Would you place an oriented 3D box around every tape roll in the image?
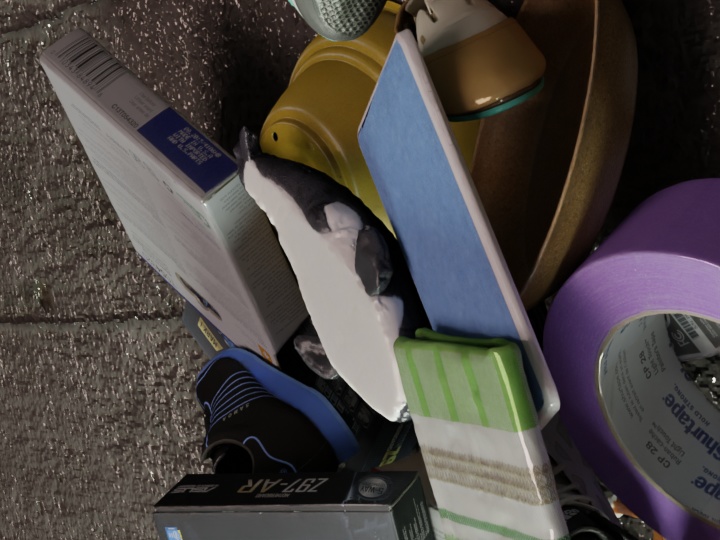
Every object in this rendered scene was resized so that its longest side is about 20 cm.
[{"bbox_3d":[0.187,0.057,0.921,0.200,0.066,0.201,29,141,26],"label":"tape roll"}]

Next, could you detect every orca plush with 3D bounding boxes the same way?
[{"bbox_3d":[0.000,0.000,1.079,0.200,0.071,0.106,43,131,41],"label":"orca plush"}]

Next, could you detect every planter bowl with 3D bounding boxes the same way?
[{"bbox_3d":[-0.005,-0.057,1.169,0.200,0.083,0.201,32,133,42],"label":"planter bowl"}]

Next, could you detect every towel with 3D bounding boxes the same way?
[{"bbox_3d":[0.076,0.127,0.943,0.149,0.031,0.201,-178,72,-70],"label":"towel"}]

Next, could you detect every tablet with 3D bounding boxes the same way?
[{"bbox_3d":[0.046,-0.008,0.960,0.130,0.014,0.201,116,135,-68],"label":"tablet"}]

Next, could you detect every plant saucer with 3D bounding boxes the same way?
[{"bbox_3d":[0.099,-0.065,0.983,0.200,0.035,0.201,-167,90,-79],"label":"plant saucer"}]

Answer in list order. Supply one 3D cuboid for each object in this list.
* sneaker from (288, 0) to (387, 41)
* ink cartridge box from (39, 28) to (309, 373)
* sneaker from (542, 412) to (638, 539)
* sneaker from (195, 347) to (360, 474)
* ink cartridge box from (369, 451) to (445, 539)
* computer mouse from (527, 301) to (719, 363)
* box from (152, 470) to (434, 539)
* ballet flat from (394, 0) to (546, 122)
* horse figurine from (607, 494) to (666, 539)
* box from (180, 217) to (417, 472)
[{"bbox_3d":[0.018,-0.182,0.956,0.091,0.077,0.201,54,144,29],"label":"sneaker"},{"bbox_3d":[-0.114,-0.039,1.258,0.196,0.043,0.200,40,162,38],"label":"ink cartridge box"},{"bbox_3d":[0.103,0.113,1.010,0.201,0.075,0.115,58,171,10],"label":"sneaker"},{"bbox_3d":[-0.076,0.105,1.251,0.070,0.078,0.200,58,162,-19],"label":"sneaker"},{"bbox_3d":[0.088,0.211,1.159,0.147,0.082,0.201,-167,60,-71],"label":"ink cartridge box"},{"bbox_3d":[0.148,0.023,1.025,0.110,0.044,0.200,52,145,-5],"label":"computer mouse"},{"bbox_3d":[-0.023,0.216,1.129,0.159,0.044,0.201,-3,110,27],"label":"box"},{"bbox_3d":[0.047,-0.118,1.007,0.200,0.068,0.063,-135,21,-78],"label":"ballet flat"},{"bbox_3d":[0.192,0.213,1.070,0.201,0.050,0.133,59,150,24],"label":"horse figurine"},{"bbox_3d":[-0.037,0.052,1.308,0.200,0.051,0.158,51,143,23],"label":"box"}]
